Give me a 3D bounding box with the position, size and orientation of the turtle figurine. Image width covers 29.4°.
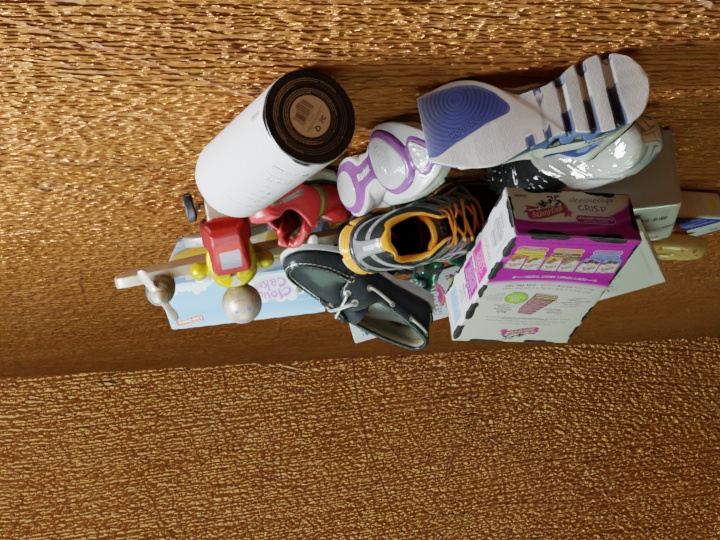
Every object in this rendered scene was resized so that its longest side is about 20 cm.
[{"bbox_3d":[0.059,-0.056,1.529,0.150,0.101,0.200,41,168,-15],"label":"turtle figurine"}]

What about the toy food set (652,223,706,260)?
[{"bbox_3d":[0.327,-0.026,1.767,0.199,0.049,0.198,-1,170,-24],"label":"toy food set"}]

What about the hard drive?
[{"bbox_3d":[0.222,0.005,1.498,0.199,0.025,0.132,-17,150,16],"label":"hard drive"}]

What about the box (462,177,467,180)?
[{"bbox_3d":[0.173,-0.037,1.628,0.143,0.036,0.200,38,177,11],"label":"box"}]

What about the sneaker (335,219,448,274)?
[{"bbox_3d":[0.046,-0.030,1.747,0.200,0.071,0.098,-2,168,-29],"label":"sneaker"}]

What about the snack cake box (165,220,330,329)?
[{"bbox_3d":[-0.136,0.004,1.683,0.199,0.067,0.115,-8,-150,13],"label":"snack cake box"}]

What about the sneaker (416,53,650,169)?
[{"bbox_3d":[0.156,-0.124,1.191,0.198,0.081,0.115,-10,168,15],"label":"sneaker"}]

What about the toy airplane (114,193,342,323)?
[{"bbox_3d":[-0.145,-0.009,1.528,0.199,0.142,0.199,-19,171,39],"label":"toy airplane"}]

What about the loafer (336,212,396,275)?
[{"bbox_3d":[0.000,0.000,1.527,0.072,0.063,0.200,36,161,7],"label":"loafer"}]

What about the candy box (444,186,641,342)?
[{"bbox_3d":[0.180,-0.001,1.392,0.136,0.061,0.200,3,146,-16],"label":"candy box"}]

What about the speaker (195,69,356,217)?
[{"bbox_3d":[-0.077,-0.103,1.172,0.081,0.082,0.200,-2,170,-23],"label":"speaker"}]

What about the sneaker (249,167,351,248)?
[{"bbox_3d":[-0.068,-0.063,1.417,0.077,0.085,0.200,-8,170,25],"label":"sneaker"}]

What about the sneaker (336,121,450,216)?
[{"bbox_3d":[0.049,-0.107,1.322,0.099,0.075,0.200,-17,180,-23],"label":"sneaker"}]

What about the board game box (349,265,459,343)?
[{"bbox_3d":[0.088,0.035,1.810,0.199,0.065,0.148,-18,180,9],"label":"board game box"}]

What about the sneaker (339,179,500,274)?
[{"bbox_3d":[0.080,-0.042,1.387,0.199,0.079,0.077,-21,-175,-25],"label":"sneaker"}]

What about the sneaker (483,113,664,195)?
[{"bbox_3d":[0.209,-0.110,1.356,0.199,0.072,0.072,-9,179,42],"label":"sneaker"}]

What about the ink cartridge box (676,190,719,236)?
[{"bbox_3d":[0.373,-0.066,1.825,0.199,0.047,0.197,-1,169,-38],"label":"ink cartridge box"}]

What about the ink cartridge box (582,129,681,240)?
[{"bbox_3d":[0.269,-0.084,1.505,0.146,0.083,0.200,-7,171,8],"label":"ink cartridge box"}]

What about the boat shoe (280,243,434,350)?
[{"bbox_3d":[0.000,0.030,1.469,0.199,0.061,0.076,21,146,-28],"label":"boat shoe"}]

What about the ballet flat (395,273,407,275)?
[{"bbox_3d":[0.024,-0.020,1.870,0.199,0.068,0.075,-10,150,-10],"label":"ballet flat"}]
